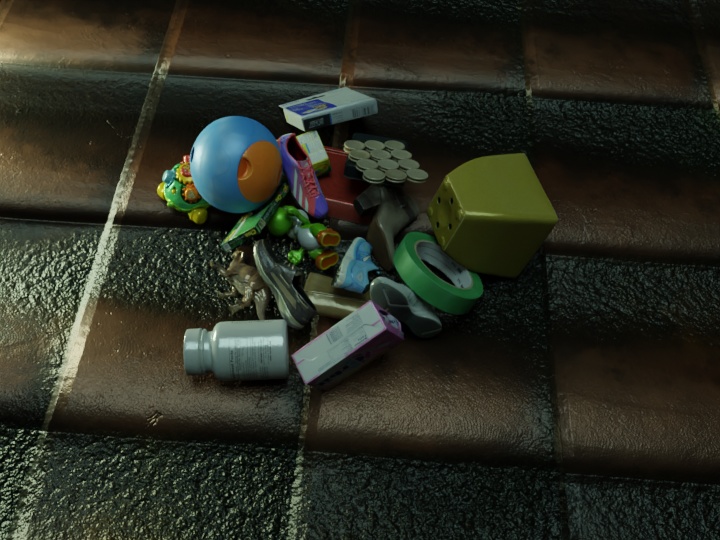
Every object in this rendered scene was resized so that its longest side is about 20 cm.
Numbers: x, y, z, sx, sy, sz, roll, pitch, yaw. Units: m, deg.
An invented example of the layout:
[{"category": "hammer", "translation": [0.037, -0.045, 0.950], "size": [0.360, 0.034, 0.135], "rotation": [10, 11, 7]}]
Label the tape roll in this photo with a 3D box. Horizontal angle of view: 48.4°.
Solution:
[{"category": "tape roll", "translation": [0.161, 0.004, 1.657], "size": [0.198, 0.049, 0.202], "rotation": [28, 27, -15]}]

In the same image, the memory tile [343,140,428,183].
[{"category": "memory tile", "translation": [0.053, -0.242, 1.778], "size": [0.150, 0.017, 0.201], "rotation": [-3, 34, -18]}]

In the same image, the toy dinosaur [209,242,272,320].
[{"category": "toy dinosaur", "translation": [-0.229, 0.018, 1.682], "size": [0.134, 0.086, 0.201], "rotation": [-29, 66, -29]}]

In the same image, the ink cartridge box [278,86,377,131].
[{"category": "ink cartridge box", "translation": [-0.083, -0.399, 1.979], "size": [0.194, 0.048, 0.200], "rotation": [-19, 23, -15]}]

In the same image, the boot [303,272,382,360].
[{"category": "boot", "translation": [-0.031, 0.094, 1.646], "size": [0.196, 0.067, 0.177], "rotation": [12, 43, 6]}]

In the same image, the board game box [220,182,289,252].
[{"category": "board game box", "translation": [-0.226, -0.118, 1.736], "size": [0.103, 0.024, 0.201], "rotation": [-23, 24, 28]}]

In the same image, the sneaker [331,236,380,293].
[{"category": "sneaker", "translation": [0.000, 0.000, 1.680], "size": [0.089, 0.079, 0.201], "rotation": [27, 27, -1]}]

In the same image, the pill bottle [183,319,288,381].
[{"category": "pill bottle", "translation": [-0.239, 0.157, 1.559], "size": [0.195, 0.115, 0.116], "rotation": [-2, 54, -3]}]

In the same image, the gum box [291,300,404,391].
[{"category": "gum box", "translation": [-0.018, 0.143, 1.524], "size": [0.198, 0.113, 0.067], "rotation": [-35, 67, 9]}]

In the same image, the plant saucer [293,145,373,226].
[{"category": "plant saucer", "translation": [-0.038, -0.210, 1.875], "size": [0.195, 0.037, 0.203], "rotation": [13, 56, 7]}]

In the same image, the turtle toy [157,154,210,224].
[{"category": "turtle toy", "translation": [-0.368, -0.211, 1.823], "size": [0.145, 0.102, 0.200], "rotation": [33, 60, 20]}]

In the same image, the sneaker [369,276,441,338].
[{"category": "sneaker", "translation": [0.086, 0.062, 1.609], "size": [0.070, 0.199, 0.081], "rotation": [-32, 42, 26]}]

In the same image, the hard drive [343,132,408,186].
[{"category": "hard drive", "translation": [0.039, -0.260, 1.853], "size": [0.136, 0.033, 0.201], "rotation": [9, 32, 1]}]

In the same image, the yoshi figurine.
[{"category": "yoshi figurine", "translation": [-0.136, -0.081, 1.735], "size": [0.113, 0.112, 0.199], "rotation": [-49, 49, -6]}]

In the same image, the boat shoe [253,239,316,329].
[{"category": "boat shoe", "translation": [-0.149, 0.020, 1.629], "size": [0.073, 0.074, 0.202], "rotation": [-31, 81, 12]}]

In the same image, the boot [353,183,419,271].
[{"category": "boot", "translation": [0.074, -0.110, 1.790], "size": [0.144, 0.070, 0.203], "rotation": [-19, 80, -36]}]

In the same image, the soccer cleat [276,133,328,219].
[{"category": "soccer cleat", "translation": [-0.126, -0.208, 1.772], "size": [0.068, 0.073, 0.202], "rotation": [-33, 96, -36]}]

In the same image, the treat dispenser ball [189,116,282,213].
[{"category": "treat dispenser ball", "translation": [-0.264, -0.225, 1.707], "size": [0.196, 0.203, 0.204], "rotation": [1, 54, -1]}]

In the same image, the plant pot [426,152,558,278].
[{"category": "plant pot", "translation": [0.257, -0.118, 1.687], "size": [0.196, 0.197, 0.197], "rotation": [1, 51, -26]}]

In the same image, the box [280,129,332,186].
[{"category": "box", "translation": [-0.175, -0.245, 1.865], "size": [0.196, 0.049, 0.118], "rotation": [-20, 49, -4]}]
